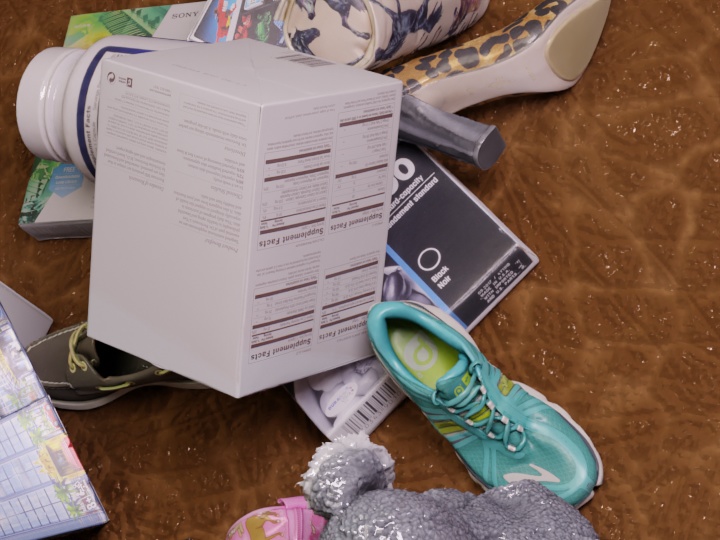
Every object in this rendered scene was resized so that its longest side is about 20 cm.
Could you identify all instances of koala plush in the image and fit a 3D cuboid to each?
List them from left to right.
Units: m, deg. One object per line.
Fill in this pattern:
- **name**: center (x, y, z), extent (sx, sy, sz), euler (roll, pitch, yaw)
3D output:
- **koala plush**: center (0.041, 0.192, 1.362), extent (0.183, 0.200, 0.178), euler (-33, 53, 20)

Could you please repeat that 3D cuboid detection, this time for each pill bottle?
- **pill bottle**: center (-0.160, -0.119, 1.664), extent (0.199, 0.120, 0.121), euler (9, 70, 30)

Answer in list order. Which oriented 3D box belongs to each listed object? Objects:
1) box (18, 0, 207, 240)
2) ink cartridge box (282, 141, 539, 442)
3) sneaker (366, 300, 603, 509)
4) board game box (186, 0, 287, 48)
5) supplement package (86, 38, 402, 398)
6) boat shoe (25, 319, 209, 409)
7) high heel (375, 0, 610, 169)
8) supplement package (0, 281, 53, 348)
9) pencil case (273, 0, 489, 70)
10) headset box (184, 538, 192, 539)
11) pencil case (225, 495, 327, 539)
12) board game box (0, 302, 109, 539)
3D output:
- **box**: center (-0.195, -0.123, 1.781), extent (0.143, 0.036, 0.202), euler (-3, 63, 28)
- **ink cartridge box**: center (0.000, 0.000, 1.600), extent (0.198, 0.043, 0.200), euler (-46, 51, 2)
- **sneaker**: center (0.077, 0.093, 1.468), extent (0.200, 0.080, 0.078), euler (39, 89, 17)
- **board game box**: center (-0.038, -0.234, 1.709), extent (0.126, 0.035, 0.201), euler (27, 78, 1)
- **supplement package**: center (-0.081, -0.042, 1.494), extent (0.151, 0.150, 0.202), euler (19, 112, 37)
- **boat shoe**: center (-0.187, 0.061, 1.662), extent (0.200, 0.060, 0.073), euler (-8, 64, 27)
- **high heel**: center (0.089, -0.167, 1.606), extent (0.142, 0.072, 0.200), euler (23, 61, 36)
- **supplement package**: center (-0.355, 0.090, 1.707), extent (0.116, 0.117, 0.201), euler (18, 76, 36)
- **pencil case**: center (0.017, -0.197, 1.601), extent (0.089, 0.200, 0.078), euler (19, 114, 23)
- **headset box**: center (-0.176, 0.299, 1.521), extent (0.199, 0.077, 0.150), euler (-23, 56, 16)
- **pencil case**: center (-0.043, 0.256, 1.462), extent (0.086, 0.083, 0.201), euler (-26, 54, 22)
- **board game box**: center (-0.318, 0.142, 1.593), extent (0.199, 0.062, 0.201), euler (-27, 86, -13)
